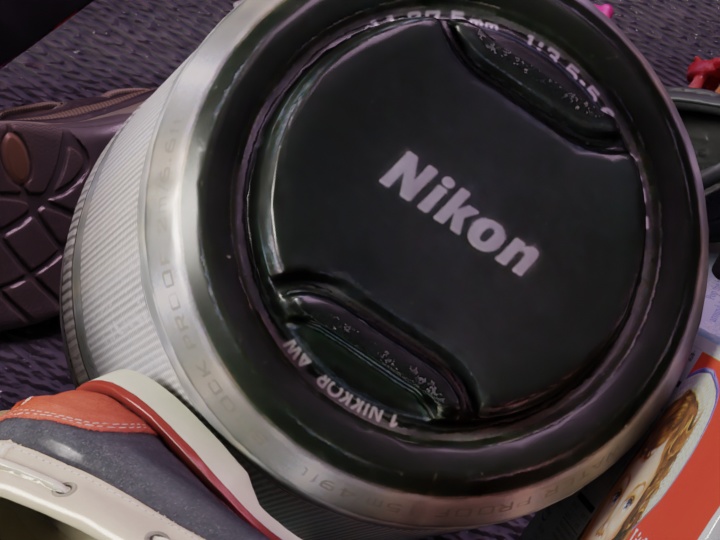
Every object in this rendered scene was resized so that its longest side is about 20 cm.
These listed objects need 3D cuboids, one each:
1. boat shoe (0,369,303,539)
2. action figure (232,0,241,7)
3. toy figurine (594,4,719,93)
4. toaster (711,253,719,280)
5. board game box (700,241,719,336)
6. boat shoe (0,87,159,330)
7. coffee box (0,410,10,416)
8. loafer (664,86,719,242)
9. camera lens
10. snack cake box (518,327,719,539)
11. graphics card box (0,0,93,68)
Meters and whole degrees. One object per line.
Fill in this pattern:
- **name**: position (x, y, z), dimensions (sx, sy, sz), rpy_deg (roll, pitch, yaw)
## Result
- **boat shoe**: position (-0.031, 0.096, 0.719), dimensions (0.062, 0.071, 0.200), rpy_deg (-21, 46, -38)
- **action figure**: position (0.025, -0.122, 1.209), dimensions (0.104, 0.200, 0.194), rpy_deg (36, 17, -31)
- **toy figurine**: position (0.144, -0.067, 1.211), dimensions (0.183, 0.151, 0.200), rpy_deg (8, 2, 8)
- **toaster**: position (0.214, 0.020, 0.935), dimensions (0.129, 0.114, 0.200), rpy_deg (35, 17, 31)
- **board game box**: position (0.192, 0.066, 1.035), dimensions (0.198, 0.044, 0.200), rpy_deg (21, 26, 12)
- **boat shoe**: position (-0.117, -0.023, 1.038), dimensions (0.199, 0.075, 0.073), rpy_deg (-12, 10, -36)
- **coffee box**: position (-0.093, 0.108, 0.792), dimensions (0.123, 0.044, 0.200), rpy_deg (-3, 31, -33)
- **loafer**: position (0.063, -0.041, 1.097), dimensions (0.200, 0.070, 0.068), rpy_deg (-3, 68, 6)
- **camera lens**: position (0.000, 0.000, 0.843), dimensions (0.159, 0.161, 0.200), rpy_deg (8, -10, -14)
- **snack cake box**: position (0.094, 0.083, 0.772), dimensions (0.067, 0.115, 0.200), rpy_deg (34, 2, -5)
- **graphics card box**: position (-0.179, -0.074, 1.034), dimensions (0.125, 0.051, 0.200), rpy_deg (-24, 11, 24)
